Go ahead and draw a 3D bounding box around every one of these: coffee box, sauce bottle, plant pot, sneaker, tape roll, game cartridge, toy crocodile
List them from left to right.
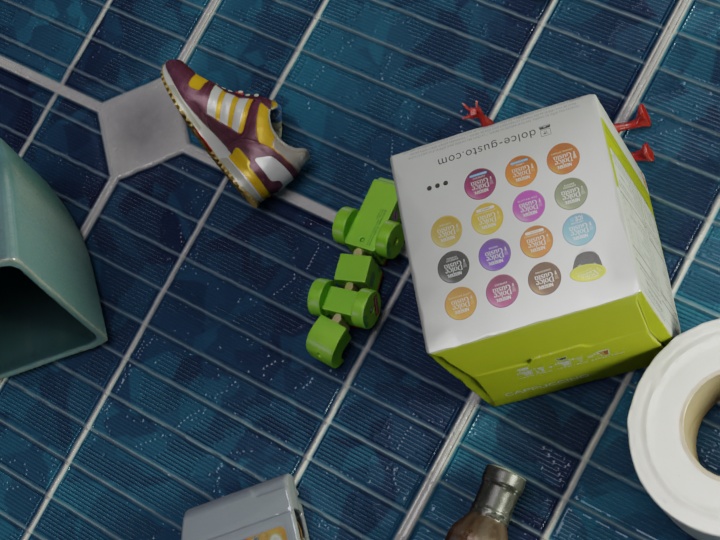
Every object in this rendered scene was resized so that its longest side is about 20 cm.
[{"bbox_3d":[-0.399,-0.022,1.884,0.194,0.196,0.201,-18,57,15],"label":"plant pot"},{"bbox_3d":[-0.132,-0.161,1.894,0.090,0.075,0.200,-36,68,-3],"label":"sneaker"},{"bbox_3d":[-0.105,0.310,1.727,0.132,0.042,0.201,-19,65,10],"label":"game cartridge"},{"bbox_3d":[0.000,0.000,1.789,0.067,0.062,0.201,12,71,25],"label":"toy crocodile"},{"bbox_3d":[0.098,0.278,1.641,0.064,0.065,0.201,20,78,26],"label":"sauce bottle"},{"bbox_3d":[0.165,-0.010,1.641,0.198,0.200,0.199,-16,67,16],"label":"coffee box"},{"bbox_3d":[0.341,0.146,1.588,0.201,0.071,0.204,-7,68,19],"label":"tape roll"}]

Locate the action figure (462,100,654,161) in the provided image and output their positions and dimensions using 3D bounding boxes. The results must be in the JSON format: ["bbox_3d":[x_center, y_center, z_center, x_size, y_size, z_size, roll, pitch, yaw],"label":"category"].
[{"bbox_3d":[0.176,-0.127,1.741,0.198,0.099,0.066,-11,66,20],"label":"action figure"}]
